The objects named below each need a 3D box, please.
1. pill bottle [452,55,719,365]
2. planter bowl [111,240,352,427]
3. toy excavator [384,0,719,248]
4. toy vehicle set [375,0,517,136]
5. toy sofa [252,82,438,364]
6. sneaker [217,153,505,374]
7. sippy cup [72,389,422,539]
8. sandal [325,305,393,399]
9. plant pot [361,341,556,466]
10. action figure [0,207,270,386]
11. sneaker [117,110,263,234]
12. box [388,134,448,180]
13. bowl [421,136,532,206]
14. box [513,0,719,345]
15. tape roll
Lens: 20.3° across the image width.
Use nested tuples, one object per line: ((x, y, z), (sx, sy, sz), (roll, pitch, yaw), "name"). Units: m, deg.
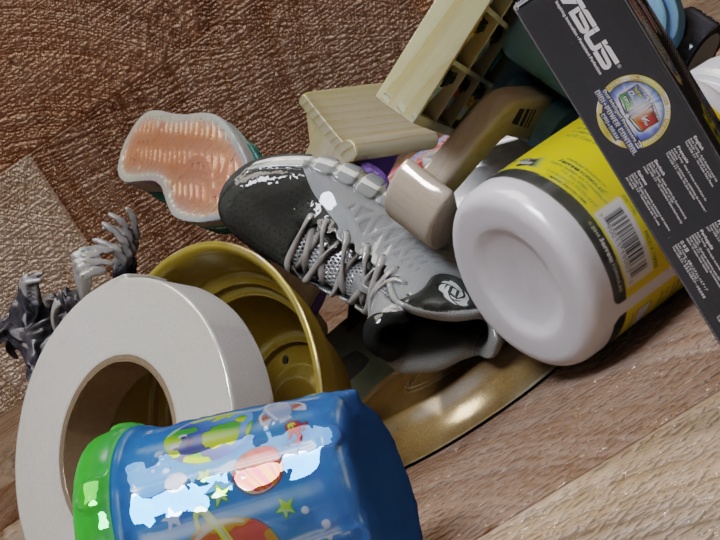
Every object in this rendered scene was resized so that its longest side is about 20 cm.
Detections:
((0.156, -0.041, 1.136), (0.199, 0.113, 0.112), (-33, 5, -30), "pill bottle")
((-0.063, 0.086, 1.199), (0.083, 0.202, 0.200), (5, -25, -44), "planter bowl")
((0.106, -0.104, 1.193), (0.195, 0.100, 0.200), (-58, -22, 14), "toy excavator")
((0.069, -0.141, 1.182), (0.125, 0.026, 0.200), (-58, -8, 7), "toy vehicle set")
((-0.023, -0.024, 1.385), (0.082, 0.098, 0.201), (-11, -38, -43), "toy sofa")
((0.000, 0.000, 1.165), (0.116, 0.199, 0.075), (-62, -13, -58), "sneaker")
((-0.045, 0.120, 0.937), (0.130, 0.140, 0.179), (-21, 53, 15), "sippy cup")
((0.022, 0.032, 1.401), (0.201, 0.079, 0.058), (-47, -31, -37), "sandal")
((0.060, 0.064, 1.238), (0.199, 0.028, 0.200), (-34, 7, 5), "plant pot")
((-0.156, 0.017, 1.291), (0.198, 0.103, 0.119), (-6, 22, 1), "action figure")
((-0.091, -0.060, 1.326), (0.072, 0.080, 0.200), (-65, 28, 2), "sneaker")
((0.090, -0.072, 1.800), (0.199, 0.095, 0.103), (-34, 5, -2), "box")
((0.096, -0.042, 1.312), (0.199, 0.091, 0.201), (-15, 9, 2), "bowl")
((0.144, -0.054, 0.916), (0.044, 0.201, 0.160), (-31, 6, 13), "box")
((-0.129, 0.104, 1.169), (0.037, 0.204, 0.202), (11, -30, -45), "tape roll")
